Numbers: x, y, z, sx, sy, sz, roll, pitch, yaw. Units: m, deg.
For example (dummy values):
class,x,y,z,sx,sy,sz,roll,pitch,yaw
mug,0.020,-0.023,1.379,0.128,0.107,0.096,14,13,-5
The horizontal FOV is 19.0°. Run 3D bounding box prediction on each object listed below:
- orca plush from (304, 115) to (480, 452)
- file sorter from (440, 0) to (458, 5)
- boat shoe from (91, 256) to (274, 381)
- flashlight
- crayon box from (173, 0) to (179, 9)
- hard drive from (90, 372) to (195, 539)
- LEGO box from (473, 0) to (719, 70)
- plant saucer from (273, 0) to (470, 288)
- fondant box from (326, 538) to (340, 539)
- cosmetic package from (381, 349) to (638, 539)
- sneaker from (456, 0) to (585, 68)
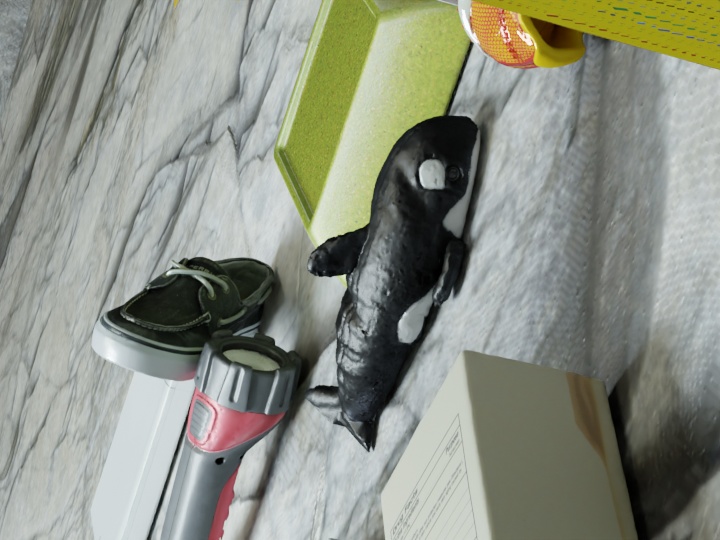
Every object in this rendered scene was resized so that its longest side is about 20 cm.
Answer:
class,x,y,z,sx,sy,sz,roll,pitch,yaw
orca plush,0.000,0.000,1.186,0.105,0.071,0.200,-97,26,-48
file sorter,0.046,-0.246,1.114,0.125,0.138,0.200,-131,56,-72
boat shoe,-0.116,0.023,1.425,0.071,0.072,0.200,-68,-13,14
flashlight,-0.092,0.140,1.400,0.068,0.068,0.200,-66,-9,-69
crayon box,-0.097,-0.316,1.769,0.200,0.051,0.126,127,151,-51
hard drive,-0.173,0.137,1.716,0.132,0.027,0.200,-115,41,-64
LEGO box,0.114,-0.153,0.715,0.077,0.200,0.149,147,134,-65
plant saucer,-0.001,-0.105,1.310,0.200,0.048,0.200,-116,43,-64
fondant box,-0.025,0.251,1.104,0.144,0.058,0.200,138,140,-62
cosmetic package,0.065,0.141,0.873,0.200,0.071,0.105,-95,24,-46
sneaker,0.109,-0.192,1.024,0.077,0.073,0.201,21,102,51
